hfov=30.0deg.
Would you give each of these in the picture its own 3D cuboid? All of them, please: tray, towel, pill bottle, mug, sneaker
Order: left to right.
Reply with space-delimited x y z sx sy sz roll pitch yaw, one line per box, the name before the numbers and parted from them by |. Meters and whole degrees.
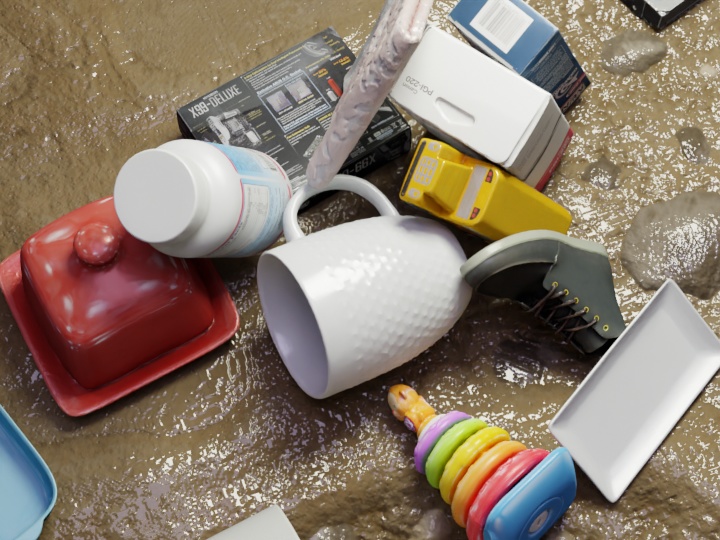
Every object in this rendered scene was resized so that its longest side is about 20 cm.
pill bottle | -0.146 -0.066 1.256 0.108 0.200 0.109 0 91 19
mug | 0.000 0.000 1.289 0.175 0.148 0.201 -21 76 -22
towel | 0.015 -0.198 1.281 0.032 0.200 0.191 26 42 -8
sneaker | 0.185 0.026 1.276 0.199 0.075 0.107 1 60 -42
tray | 0.263 0.113 1.286 0.200 0.022 0.107 -47 107 -19

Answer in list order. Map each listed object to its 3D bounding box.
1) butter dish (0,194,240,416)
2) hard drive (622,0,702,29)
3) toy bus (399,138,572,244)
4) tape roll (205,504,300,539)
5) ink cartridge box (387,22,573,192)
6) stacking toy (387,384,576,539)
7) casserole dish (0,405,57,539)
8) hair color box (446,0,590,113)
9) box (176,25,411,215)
butter dish | -0.243 0.004 1.297 0.199 0.148 0.200 -27 68 -12
hard drive | 0.321 -0.379 1.534 0.140 0.038 0.200 -35 70 -15
toy bus | 0.122 -0.064 1.295 0.078 0.200 0.065 24 91 37
tape roll | -0.087 0.315 1.115 0.139 0.203 0.203 -26 67 -12
ink cartridge box | 0.122 -0.155 1.330 0.145 0.200 0.085 33 96 15
stacking toy | 0.093 0.171 1.247 0.110 0.116 0.200 -39 58 -19
casserole dish | -0.368 0.191 1.268 0.121 0.039 0.200 -38 70 -16
hair color box | 0.165 -0.222 1.369 0.100 0.200 0.061 43 98 19
box | -0.071 -0.148 1.421 0.200 0.050 0.158 -31 67 -14
